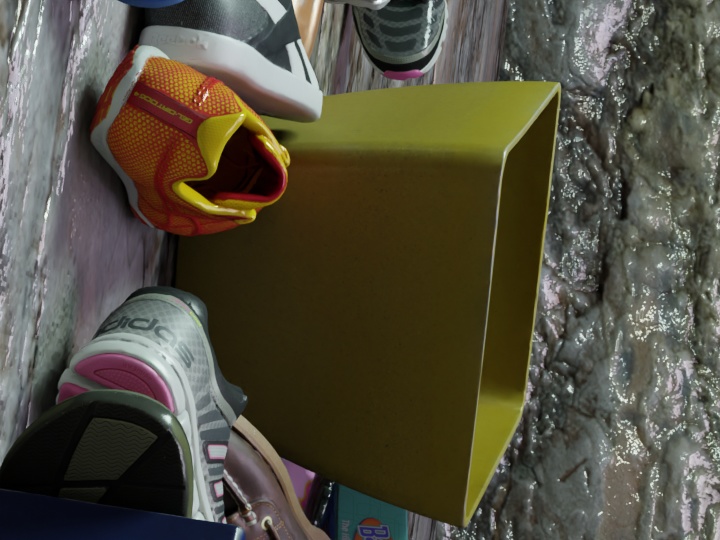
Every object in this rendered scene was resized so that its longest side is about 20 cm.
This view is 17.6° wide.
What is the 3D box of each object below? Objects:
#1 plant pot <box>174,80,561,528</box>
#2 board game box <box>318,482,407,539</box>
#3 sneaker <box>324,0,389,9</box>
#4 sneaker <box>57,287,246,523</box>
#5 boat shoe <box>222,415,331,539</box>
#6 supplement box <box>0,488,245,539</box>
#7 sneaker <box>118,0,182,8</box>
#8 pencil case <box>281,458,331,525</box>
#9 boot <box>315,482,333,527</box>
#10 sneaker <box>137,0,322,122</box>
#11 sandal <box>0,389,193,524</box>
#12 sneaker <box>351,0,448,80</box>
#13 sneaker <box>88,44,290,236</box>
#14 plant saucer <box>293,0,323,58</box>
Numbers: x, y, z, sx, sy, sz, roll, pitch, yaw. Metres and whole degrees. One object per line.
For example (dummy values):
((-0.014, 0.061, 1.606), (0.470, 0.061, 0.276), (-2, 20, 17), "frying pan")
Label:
((0.000, 0.000, 1.264), (0.200, 0.175, 0.202), (-47, 144, -70), "plant pot")
((-0.018, 0.238, 1.318), (0.153, 0.045, 0.201), (-89, -167, -50), "board game box")
((0.001, -0.206, 1.499), (0.200, 0.076, 0.081), (-60, 158, -68), "sneaker")
((-0.086, 0.089, 1.043), (0.088, 0.073, 0.201), (-66, 158, -47), "sneaker")
((-0.064, 0.134, 1.153), (0.200, 0.070, 0.071), (54, 41, -38), "boat shoe")
((-0.106, 0.198, 0.920), (0.109, 0.108, 0.201), (-75, 170, -45), "supplement box")
((-0.067, -0.206, 0.975), (0.078, 0.069, 0.201), (96, 5, -55), "sneaker")
((-0.070, 0.163, 1.279), (0.088, 0.087, 0.201), (89, 11, -48), "pencil case")
((-0.054, 0.217, 1.461), (0.158, 0.079, 0.213), (98, -8, -71), "boot")
((-0.052, -0.139, 1.141), (0.200, 0.072, 0.113), (27, 72, -81), "sneaker")
((-0.108, 0.108, 0.961), (0.202, 0.079, 0.058), (103, 5, -51), "sandal")
((0.029, -0.242, 1.705), (0.088, 0.073, 0.202), (76, 18, -72), "sneaker")
((-0.067, -0.043, 1.068), (0.073, 0.077, 0.200), (-60, 168, 0), "sneaker")
((-0.046, -0.197, 1.286), (0.200, 0.037, 0.202), (7, 90, -83), "plant saucer")
